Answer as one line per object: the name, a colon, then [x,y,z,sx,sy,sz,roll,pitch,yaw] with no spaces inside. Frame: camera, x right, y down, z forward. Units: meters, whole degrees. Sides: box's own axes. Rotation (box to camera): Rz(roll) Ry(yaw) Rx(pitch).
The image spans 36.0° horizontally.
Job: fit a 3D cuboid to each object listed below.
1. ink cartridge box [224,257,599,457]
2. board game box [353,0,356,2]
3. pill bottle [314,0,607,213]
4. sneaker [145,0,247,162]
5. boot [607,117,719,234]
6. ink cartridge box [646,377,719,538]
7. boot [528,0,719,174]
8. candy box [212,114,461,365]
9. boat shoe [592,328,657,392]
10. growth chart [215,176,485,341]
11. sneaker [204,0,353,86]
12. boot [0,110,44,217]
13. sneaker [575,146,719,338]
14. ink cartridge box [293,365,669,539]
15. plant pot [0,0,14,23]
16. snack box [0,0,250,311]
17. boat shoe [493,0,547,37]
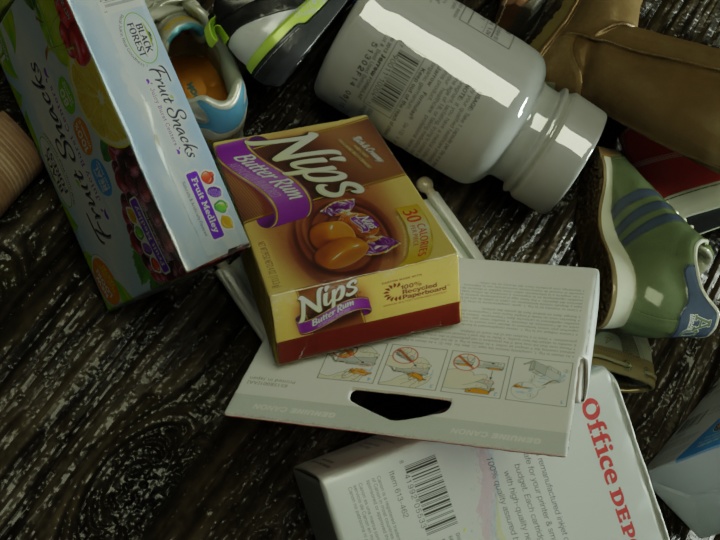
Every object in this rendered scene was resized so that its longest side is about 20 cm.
ink cartridge box: [0.039,0.055,0.679,0.199,0.044,0.174,5,38,15]
board game box: [-0.017,-0.321,0.916,0.134,0.045,0.201,-17,75,-22]
pill bottle: [0.076,-0.131,0.828,0.200,0.114,0.115,31,64,-2]
sneaker: [-0.143,-0.178,0.803,0.076,0.081,0.200,-32,79,-23]
boot: [0.304,-0.115,0.880,0.199,0.072,0.145,-14,68,11]
ink cartridge box: [0.307,0.094,0.805,0.067,0.116,0.200,46,65,5]
boot: [0.245,-0.170,0.859,0.200,0.066,0.175,28,79,38]
candy box: [-0.021,-0.029,0.721,0.116,0.057,0.200,-12,36,-10]
boat shoe: [0.120,0.066,0.788,0.200,0.073,0.063,-3,65,-25]
growth chart: [0.000,0.000,0.804,0.199,0.018,0.145,-21,71,-23]
sneaker: [-0.040,-0.218,0.792,0.083,0.072,0.200,38,56,-7]
boot: [-0.326,-0.083,0.717,0.200,0.077,0.155,47,58,-9]
sneaker: [0.212,-0.017,0.815,0.089,0.067,0.201,13,37,-2]
ink cartridge box: [0.078,0.160,0.702,0.199,0.083,0.146,-18,90,-15]
plant pot: [-0.269,-0.263,0.756,0.187,0.187,0.200,-35,90,-25]
snack box: [-0.156,-0.084,0.700,0.053,0.142,0.201,-24,92,-32]
boat shoe: [0.140,-0.279,0.935,0.074,0.076,0.200,23,56,0]
